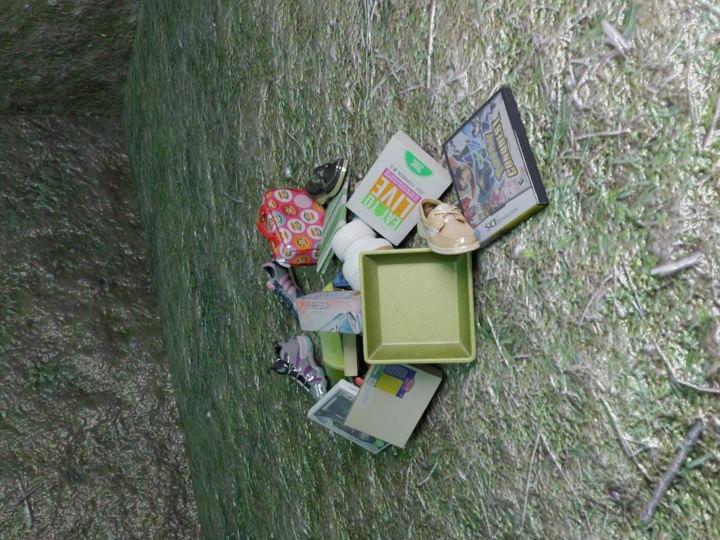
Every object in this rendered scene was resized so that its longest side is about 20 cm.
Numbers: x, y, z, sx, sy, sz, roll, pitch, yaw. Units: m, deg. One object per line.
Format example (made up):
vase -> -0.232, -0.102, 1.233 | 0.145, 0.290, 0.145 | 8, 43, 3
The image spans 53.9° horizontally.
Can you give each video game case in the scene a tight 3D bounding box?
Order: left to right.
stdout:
video game case -> -0.002, 0.314, 1.500 | 0.200, 0.180, 0.024 | -50, 12, 52
video game case -> 0.212, -0.161, 1.153 | 0.181, 0.025, 0.202 | -40, 60, 57

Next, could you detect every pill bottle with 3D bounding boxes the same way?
pill bottle -> 0.030, 0.003, 1.386 | 0.201, 0.113, 0.115 | 55, 142, 21

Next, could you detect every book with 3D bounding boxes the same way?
book -> 0.072, -0.150, 1.328 | 0.133, 0.048, 0.200 | 41, 138, 2

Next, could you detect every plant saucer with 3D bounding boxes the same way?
plant saucer -> -0.068, 0.151, 1.604 | 0.200, 0.047, 0.202 | 91, 170, -71
plant saucer -> 0.103, 0.061, 1.261 | 0.048, 0.197, 0.203 | -24, -68, -78

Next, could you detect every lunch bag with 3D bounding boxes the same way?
lunch bag -> -0.160, -0.104, 1.693 | 0.082, 0.174, 0.202 | -60, 44, 46

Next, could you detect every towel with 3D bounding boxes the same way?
towel -> -0.055, -0.110, 1.574 | 0.202, 0.023, 0.153 | -85, 17, -44

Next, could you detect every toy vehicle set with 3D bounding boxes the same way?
toy vehicle set -> -0.016, 0.141, 1.518 | 0.200, 0.026, 0.126 | -61, -31, -83

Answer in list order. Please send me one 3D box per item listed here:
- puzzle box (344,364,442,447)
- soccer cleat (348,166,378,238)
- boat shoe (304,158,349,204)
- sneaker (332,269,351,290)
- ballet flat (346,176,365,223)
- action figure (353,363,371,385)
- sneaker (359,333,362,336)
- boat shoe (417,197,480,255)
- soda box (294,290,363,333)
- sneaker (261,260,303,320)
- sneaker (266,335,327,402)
puzzle box -> 0.062, 0.250, 1.383 | 0.026, 0.132, 0.201 | -72, 6, -59
soccer cleat -> 0.043, -0.137, 1.443 | 0.086, 0.069, 0.201 | 47, 137, 20
boat shoe -> -0.082, -0.206, 1.609 | 0.201, 0.065, 0.073 | 146, 143, -68
sneaker -> 0.000, 0.000, 1.542 | 0.199, 0.065, 0.080 | -18, 67, 61
ballet flat -> -0.015, -0.123, 1.556 | 0.068, 0.046, 0.201 | 66, 147, 33
action figure -> -0.003, 0.247, 1.518 | 0.098, 0.065, 0.201 | 32, 154, 21
sneaker -> 0.071, 0.165, 1.433 | 0.075, 0.081, 0.202 | -31, 84, 26
boat shoe -> 0.140, -0.079, 1.201 | 0.200, 0.073, 0.070 | -138, 35, -66
soda box -> -0.046, 0.079, 1.367 | 0.199, 0.063, 0.069 | -3, 102, 54
sneaker -> -0.209, 0.056, 1.909 | 0.201, 0.081, 0.071 | 62, 144, 35
sneaker -> -0.173, 0.262, 1.818 | 0.201, 0.138, 0.078 | 61, 143, 36
